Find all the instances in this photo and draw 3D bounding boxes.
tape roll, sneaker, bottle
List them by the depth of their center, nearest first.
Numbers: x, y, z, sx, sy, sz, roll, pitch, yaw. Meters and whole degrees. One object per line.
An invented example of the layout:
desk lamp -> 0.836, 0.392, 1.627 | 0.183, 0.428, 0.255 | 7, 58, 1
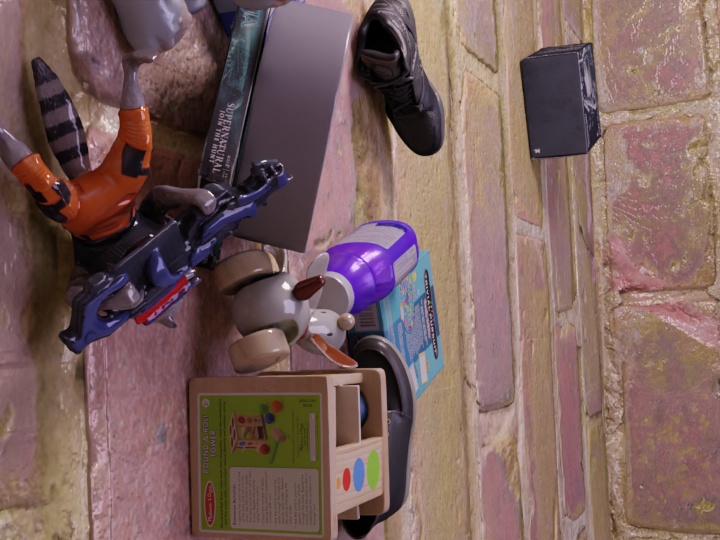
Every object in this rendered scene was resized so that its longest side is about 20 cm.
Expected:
tape roll -> -0.057, -0.120, 0.928 | 0.200, 0.065, 0.204 | -169, -90, -87
bottle -> 0.000, 0.000, 1.156 | 0.200, 0.082, 0.067 | -42, 126, -65
sneaker -> 0.014, 0.177, 1.174 | 0.106, 0.073, 0.204 | -27, 113, -70
sneaker -> 0.044, -0.220, 1.324 | 0.114, 0.075, 0.202 | -54, 134, -56

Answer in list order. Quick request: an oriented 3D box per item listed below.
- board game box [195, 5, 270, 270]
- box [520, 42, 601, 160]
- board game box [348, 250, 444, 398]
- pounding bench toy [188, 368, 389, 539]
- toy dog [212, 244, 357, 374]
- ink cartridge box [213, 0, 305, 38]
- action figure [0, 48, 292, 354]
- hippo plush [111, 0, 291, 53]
board game box -> -0.104, -0.120, 0.890 | 0.136, 0.028, 0.203 | 114, -14, -61
box -> 0.409, -0.346, 2.240 | 0.196, 0.122, 0.204 | -38, 122, -63
board game box -> 0.043, 0.075, 1.309 | 0.200, 0.046, 0.154 | -37, 121, -66
pounding bench toy -> -0.052, 0.188, 0.934 | 0.156, 0.122, 0.204 | 9, 79, -69
toy dog -> -0.047, 0.031, 0.957 | 0.134, 0.095, 0.200 | 68, 19, -5
ink cartridge box -> -0.109, -0.297, 0.978 | 0.120, 0.041, 0.202 | -71, 147, -45
action figure -> -0.149, -0.051, 0.745 | 0.199, 0.104, 0.196 | -35, 130, -32
hippo plush -> -0.113, -0.264, 0.791 | 0.201, 0.158, 0.162 | 57, 36, -52
